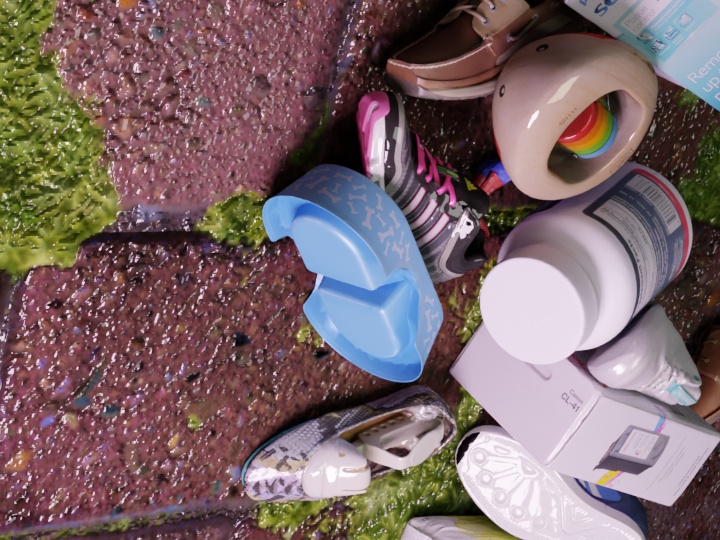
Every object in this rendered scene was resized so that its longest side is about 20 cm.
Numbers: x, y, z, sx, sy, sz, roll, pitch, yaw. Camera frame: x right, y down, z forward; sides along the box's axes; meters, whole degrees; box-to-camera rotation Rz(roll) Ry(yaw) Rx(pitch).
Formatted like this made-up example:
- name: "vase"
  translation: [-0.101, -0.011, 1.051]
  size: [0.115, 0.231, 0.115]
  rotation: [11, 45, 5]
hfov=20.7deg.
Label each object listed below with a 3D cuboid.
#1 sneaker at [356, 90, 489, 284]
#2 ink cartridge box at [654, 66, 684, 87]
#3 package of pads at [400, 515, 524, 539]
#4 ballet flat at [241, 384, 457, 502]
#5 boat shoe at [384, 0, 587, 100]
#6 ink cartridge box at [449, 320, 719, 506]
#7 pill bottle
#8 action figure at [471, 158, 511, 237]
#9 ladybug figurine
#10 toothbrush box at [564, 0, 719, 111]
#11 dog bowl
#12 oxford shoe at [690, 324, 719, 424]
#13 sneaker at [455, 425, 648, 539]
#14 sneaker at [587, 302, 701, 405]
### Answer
- name: "sneaker"
  translation: [0.051, -0.063, 1.492]
  size: [0.087, 0.074, 0.200]
  rotation: [-12, 134, 5]
- name: "ink cartridge box"
  translation: [0.326, -0.241, 1.661]
  size: [0.200, 0.084, 0.146]
  rotation: [-11, 121, -39]
- name: "package of pads"
  translation: [0.102, 0.296, 1.782]
  size: [0.200, 0.068, 0.155]
  rotation: [5, 110, -45]
- name: "ballet flat"
  translation: [0.000, 0.145, 1.596]
  size: [0.200, 0.072, 0.072]
  rotation: [-20, 126, -34]
- name: "boat shoe"
  translation: [0.095, -0.183, 1.494]
  size: [0.200, 0.076, 0.074]
  rotation: [-25, 124, -41]
- name: "ink cartridge box"
  translation: [0.194, 0.115, 1.699]
  size: [0.200, 0.148, 0.086]
  rotation: [20, 109, -47]
- name: "pill bottle"
  translation: [0.179, -0.004, 1.593]
  size: [0.200, 0.119, 0.120]
  rotation: [-35, 137, -52]
- name: "action figure"
  translation: [0.167, -0.095, 1.597]
  size: [0.099, 0.065, 0.200]
  rotation: [41, 82, -14]
- name: "ladybug figurine"
  translation: [0.156, -0.120, 1.483]
  size: [0.136, 0.072, 0.200]
  rotation: [-46, 156, 6]
- name: "toothbrush box"
  translation: [0.261, -0.226, 1.493]
  size: [0.200, 0.085, 0.146]
  rotation: [31, 117, -29]
- name: "dog bowl"
  translation: [0.000, 0.000, 1.484]
  size: [0.050, 0.111, 0.200]
  rotation: [-52, 139, -26]
- name: "oxford shoe"
  translation: [0.337, 0.095, 1.901]
  size: [0.200, 0.071, 0.071]
  rotation: [-38, 107, -20]
- name: "sneaker"
  translation: [0.171, 0.192, 1.785]
  size: [0.200, 0.146, 0.081]
  rotation: [34, 104, -5]
- name: "sneaker"
  translation: [0.246, 0.078, 1.634]
  size: [0.075, 0.089, 0.200]
  rotation: [-39, 174, 15]
